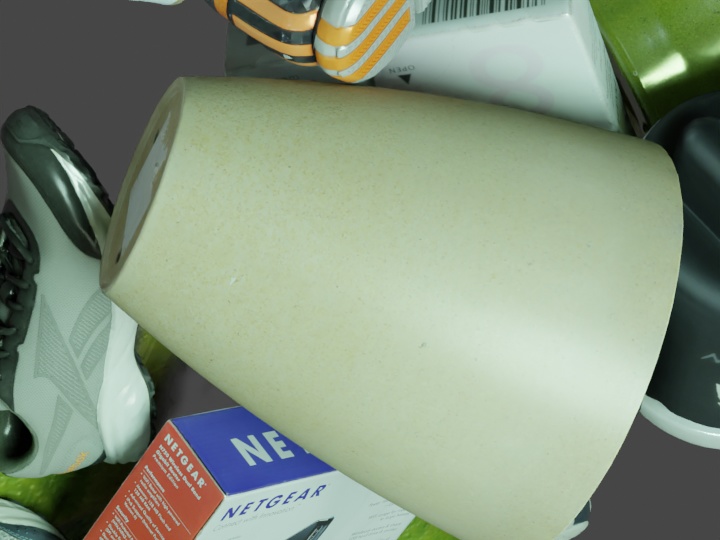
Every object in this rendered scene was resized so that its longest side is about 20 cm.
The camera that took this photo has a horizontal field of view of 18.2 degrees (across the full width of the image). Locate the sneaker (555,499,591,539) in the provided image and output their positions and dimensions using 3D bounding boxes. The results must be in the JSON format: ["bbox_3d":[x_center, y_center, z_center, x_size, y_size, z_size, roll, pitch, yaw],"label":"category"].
[{"bbox_3d":[0.118,0.059,1.232,0.129,0.080,0.200,-34,128,0],"label":"sneaker"}]

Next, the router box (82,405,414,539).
[{"bbox_3d":[-0.060,0.138,1.111,0.199,0.049,0.180,-8,141,-52],"label":"router box"}]

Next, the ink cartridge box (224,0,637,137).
[{"bbox_3d":[0.046,-0.055,1.044,0.161,0.057,0.201,-8,136,18],"label":"ink cartridge box"}]

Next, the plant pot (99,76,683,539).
[{"bbox_3d":[0.000,0.000,0.928,0.199,0.188,0.188,20,111,-15],"label":"plant pot"}]

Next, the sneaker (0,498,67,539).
[{"bbox_3d":[-0.213,0.161,1.037,0.199,0.086,0.078,-2,122,-39],"label":"sneaker"}]

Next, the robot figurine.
[{"bbox_3d":[0.173,0.000,1.002,0.149,0.126,0.200,2,149,-1],"label":"robot figurine"}]

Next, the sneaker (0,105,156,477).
[{"bbox_3d":[-0.140,0.019,0.999,0.079,0.074,0.201,-19,132,-20],"label":"sneaker"}]

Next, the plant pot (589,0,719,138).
[{"bbox_3d":[0.199,-0.136,1.082,0.192,0.201,0.201,-30,137,-1],"label":"plant pot"}]

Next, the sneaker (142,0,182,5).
[{"bbox_3d":[-0.096,-0.199,0.866,0.108,0.070,0.201,0,119,-34],"label":"sneaker"}]

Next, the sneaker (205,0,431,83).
[{"bbox_3d":[0.003,-0.174,0.949,0.200,0.112,0.078,-49,154,-30],"label":"sneaker"}]
